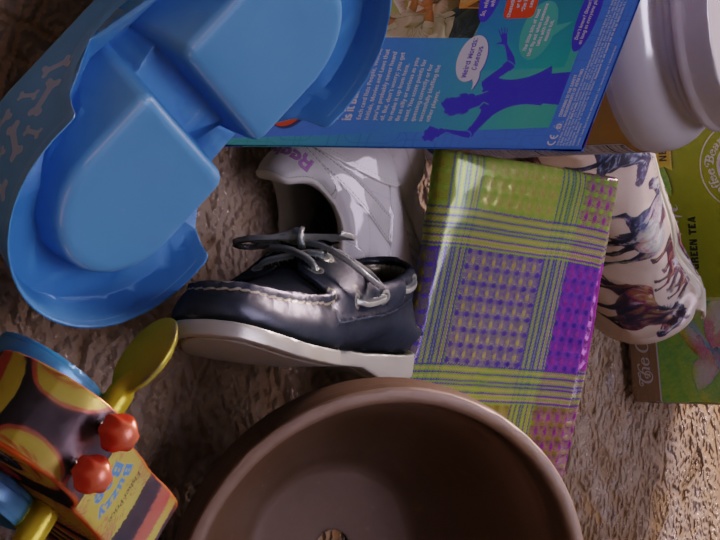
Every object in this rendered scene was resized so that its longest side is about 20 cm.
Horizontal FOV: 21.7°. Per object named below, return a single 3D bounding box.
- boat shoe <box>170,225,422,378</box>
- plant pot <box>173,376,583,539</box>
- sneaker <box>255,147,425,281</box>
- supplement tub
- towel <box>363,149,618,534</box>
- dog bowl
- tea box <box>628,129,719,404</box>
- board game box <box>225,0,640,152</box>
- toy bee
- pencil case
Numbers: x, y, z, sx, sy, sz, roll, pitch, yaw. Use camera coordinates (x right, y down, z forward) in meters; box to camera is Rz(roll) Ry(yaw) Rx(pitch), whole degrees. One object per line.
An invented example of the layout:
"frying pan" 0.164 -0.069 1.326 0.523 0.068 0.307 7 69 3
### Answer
"boat shoe" -0.022 0.013 0.828 0.199 0.074 0.063 11 87 -62
"plant pot" -0.002 0.143 0.879 0.199 0.093 0.203 -3 100 -19
"sneaker" 0.000 0.000 0.965 0.100 0.074 0.201 -43 126 -31
"supplement tub" 0.115 -0.135 1.017 0.144 0.198 0.147 3 87 -59
"towel" 0.067 0.043 0.974 0.143 0.023 0.202 6 98 -44
"dog bowl" -0.074 -0.070 0.754 0.200 0.049 0.112 -47 143 -5
"tea box" 0.296 -0.016 1.330 0.133 0.195 0.202 -22 108 -58
"board game box" 0.031 -0.127 0.854 0.198 0.045 0.153 -1 131 -23
"toy bee" -0.119 0.072 0.698 0.199 0.108 0.132 22 87 -54
"pencil case" 0.167 -0.043 1.216 0.078 0.089 0.201 -63 141 -39
